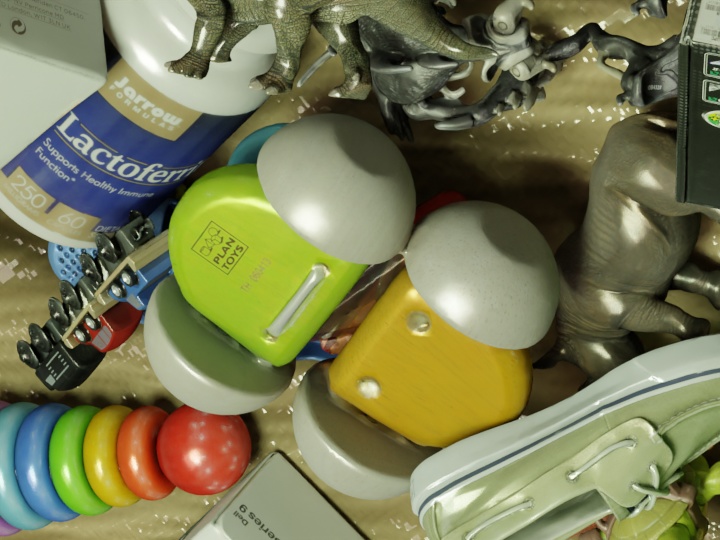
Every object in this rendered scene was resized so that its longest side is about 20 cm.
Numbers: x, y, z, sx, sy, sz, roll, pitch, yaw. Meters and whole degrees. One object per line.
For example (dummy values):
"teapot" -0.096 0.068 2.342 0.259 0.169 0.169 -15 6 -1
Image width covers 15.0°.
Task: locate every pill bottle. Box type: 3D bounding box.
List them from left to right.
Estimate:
"pill bottle" -0.109 -0.108 1.396 0.116 0.116 0.200 46 130 -3

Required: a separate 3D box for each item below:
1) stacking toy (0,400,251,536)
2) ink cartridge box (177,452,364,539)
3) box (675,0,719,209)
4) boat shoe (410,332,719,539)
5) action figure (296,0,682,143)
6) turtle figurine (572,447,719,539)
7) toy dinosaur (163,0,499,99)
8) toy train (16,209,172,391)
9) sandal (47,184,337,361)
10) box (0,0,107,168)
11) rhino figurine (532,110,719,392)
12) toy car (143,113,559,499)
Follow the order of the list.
"stacking toy" -0.154 0.107 1.584 0.199 0.085 0.086 -10 113 26
"ink cartridge box" -0.068 0.222 1.594 0.146 0.084 0.200 45 130 -2
"box" 0.237 -0.060 1.186 0.199 0.048 0.193 13 161 9
"boat shoe" 0.122 0.093 1.339 0.199 0.072 0.062 -25 61 9
"action figure" 0.066 -0.122 1.301 0.199 0.102 0.119 1 123 27
"turtle figurine" 0.159 0.130 1.367 0.199 0.162 0.065 -25 115 28
"toy dinosaur" -0.034 -0.135 1.243 0.199 0.077 0.103 17 106 23
"toy train" -0.139 0.021 1.452 0.046 0.034 0.200 53 150 5
"sandal" -0.087 0.011 1.476 0.199 0.087 0.080 15 126 24
"box" -0.218 -0.155 1.367 0.106 0.201 0.152 17 144 -38
"rhino figurine" 0.139 0.003 1.361 0.087 0.060 0.201 26 129 8
"toy car" 0.000 0.000 1.372 0.199 0.150 0.175 30 126 -11
